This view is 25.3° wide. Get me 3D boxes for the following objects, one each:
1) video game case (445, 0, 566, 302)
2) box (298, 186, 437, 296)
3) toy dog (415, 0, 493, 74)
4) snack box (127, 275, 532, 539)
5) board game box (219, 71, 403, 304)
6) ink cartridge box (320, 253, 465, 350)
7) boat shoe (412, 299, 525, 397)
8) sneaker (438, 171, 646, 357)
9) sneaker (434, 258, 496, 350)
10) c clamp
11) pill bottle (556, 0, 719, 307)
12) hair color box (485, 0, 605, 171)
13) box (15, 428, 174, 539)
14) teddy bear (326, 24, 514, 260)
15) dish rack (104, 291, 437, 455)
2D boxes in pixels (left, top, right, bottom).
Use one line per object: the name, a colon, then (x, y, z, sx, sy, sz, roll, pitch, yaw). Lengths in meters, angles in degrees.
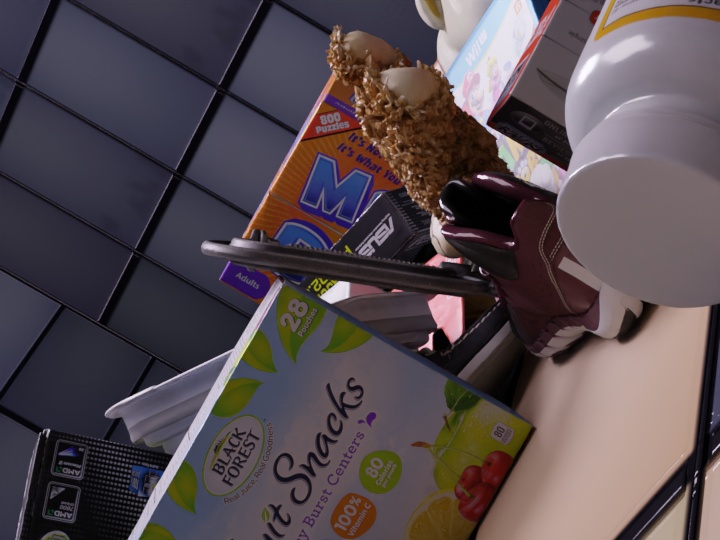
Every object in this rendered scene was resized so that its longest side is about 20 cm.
video game case: (0.107, -0.081, 1.071, 0.143, 0.018, 0.201, 124, 139, -50)
box: (0.037, -0.012, 1.311, 0.160, 0.044, 0.200, -46, -15, 32)
toy dog: (0.117, -0.200, 1.223, 0.139, 0.194, 0.200, -23, -24, -14)
snack box: (-0.024, 0.131, 0.927, 0.201, 0.168, 0.068, -59, 6, 0)
board game box: (0.013, -0.054, 1.527, 0.200, 0.199, 0.200, -59, 5, 21)
ink cartridge box: (0.003, 0.086, 1.128, 0.173, 0.043, 0.201, -41, 35, 38)
boat shoe: (0.036, 0.085, 1.016, 0.200, 0.060, 0.074, -50, -24, -9)
sneaker: (0.090, -0.013, 0.894, 0.076, 0.115, 0.200, -61, 4, -12)
sneaker: (0.082, 0.015, 1.220, 0.200, 0.075, 0.088, -50, -2, 10)
c clamp: (0.000, 0.000, 0.991, 0.171, 0.199, 0.027, -134, 53, -82)
pill bottle: (0.152, -0.086, 0.678, 0.200, 0.112, 0.113, -63, 5, -36)
hair color box: (0.168, -0.147, 0.922, 0.201, 0.111, 0.064, -61, 3, -15)
box: (-0.119, 0.211, 0.982, 0.048, 0.199, 0.194, 123, 157, -54)
teddy bear: (0.043, -0.066, 0.967, 0.067, 0.145, 0.200, -47, -31, -4)
dish rack: (-0.049, 0.070, 1.053, 0.199, 0.044, 0.171, -27, -11, 23)
